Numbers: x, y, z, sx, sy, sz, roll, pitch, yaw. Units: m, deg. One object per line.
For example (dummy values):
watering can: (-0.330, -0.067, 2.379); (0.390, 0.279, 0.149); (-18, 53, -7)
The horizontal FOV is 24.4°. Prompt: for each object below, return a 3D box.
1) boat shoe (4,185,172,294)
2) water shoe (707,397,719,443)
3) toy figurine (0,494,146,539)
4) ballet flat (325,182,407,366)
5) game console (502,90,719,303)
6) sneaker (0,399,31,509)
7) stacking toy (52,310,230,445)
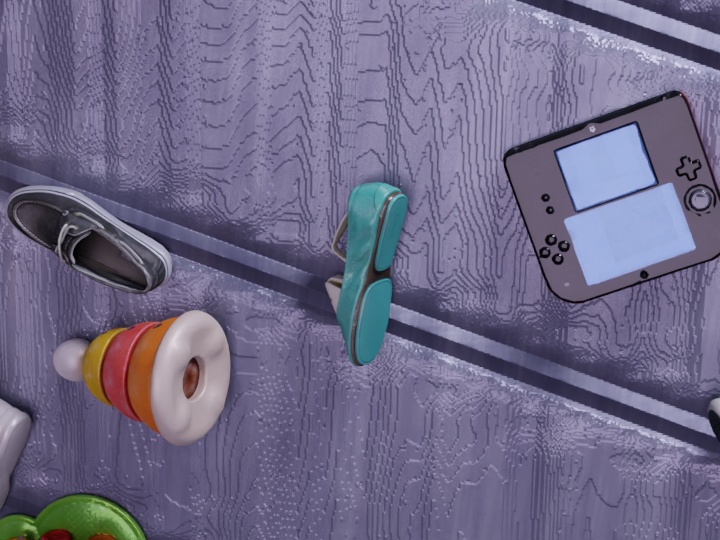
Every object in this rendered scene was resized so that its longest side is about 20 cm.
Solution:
boat shoe: (-0.301, -0.035, 1.812); (0.199, 0.071, 0.072); (22, 108, 5)
water shoe: (0.449, 0.192, 1.738); (0.200, 0.072, 0.079); (45, 81, -1)
toy figurine: (-0.359, 0.351, 1.868); (0.199, 0.184, 0.151); (6, 106, 10)
ballet flat: (0.000, 0.000, 1.774); (0.070, 0.067, 0.201); (20, 109, 31)
game console: (0.265, -0.071, 1.712); (0.199, 0.031, 0.177); (-19, 101, 15)
sneaker: (-0.453, 0.233, 1.923); (0.088, 0.075, 0.200); (29, 101, 14)
stacking toy: (-0.256, 0.108, 1.827); (0.199, 0.146, 0.147); (6, 106, 25)
